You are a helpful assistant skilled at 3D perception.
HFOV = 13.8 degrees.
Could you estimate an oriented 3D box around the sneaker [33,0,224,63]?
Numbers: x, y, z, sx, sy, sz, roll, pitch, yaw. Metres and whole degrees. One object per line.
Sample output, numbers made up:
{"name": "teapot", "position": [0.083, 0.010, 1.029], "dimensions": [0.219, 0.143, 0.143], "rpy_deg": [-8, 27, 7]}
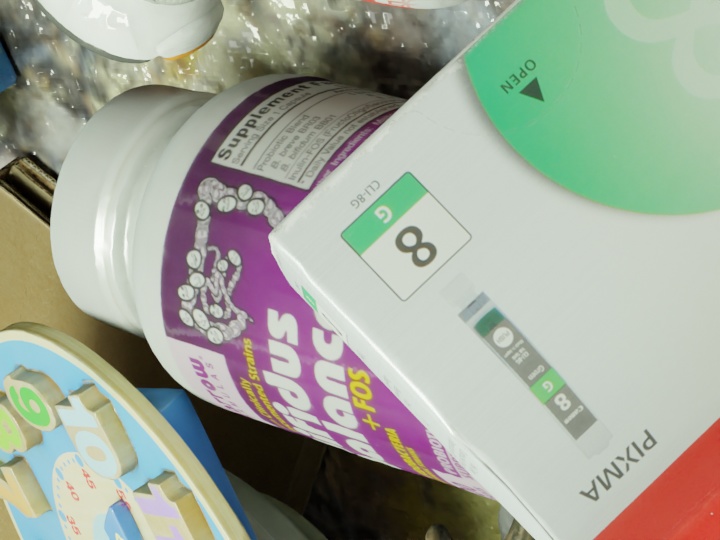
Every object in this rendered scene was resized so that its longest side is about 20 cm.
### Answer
{"name": "sneaker", "position": [-0.114, -0.160, 0.971], "dimensions": [0.200, 0.076, 0.092], "rpy_deg": [35, 131, 11]}

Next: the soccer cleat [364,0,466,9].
{"name": "soccer cleat", "position": [-0.029, -0.148, 0.848], "dimensions": [0.200, 0.069, 0.085], "rpy_deg": [42, 154, -17]}

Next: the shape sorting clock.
{"name": "shape sorting clock", "position": [-0.074, 0.108, 1.008], "dimensions": [0.200, 0.039, 0.200], "rpy_deg": [38, 145, 32]}

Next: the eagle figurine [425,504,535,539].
{"name": "eagle figurine", "position": [0.087, 0.164, 0.977], "dimensions": [0.200, 0.151, 0.152], "rpy_deg": [38, -166, -28]}

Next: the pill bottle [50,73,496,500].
{"name": "pill bottle", "position": [0.000, 0.000, 0.930], "dimensions": [0.200, 0.112, 0.113], "rpy_deg": [16, 128, 38]}

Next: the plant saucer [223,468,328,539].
{"name": "plant saucer", "position": [-0.036, 0.136, 1.069], "dimensions": [0.200, 0.050, 0.200], "rpy_deg": [39, 147, 32]}

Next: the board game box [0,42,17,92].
{"name": "board game box", "position": [-0.224, -0.144, 1.112], "dimensions": [0.151, 0.037, 0.200], "rpy_deg": [-6, 114, 48]}

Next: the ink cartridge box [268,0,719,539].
{"name": "ink cartridge box", "position": [0.099, 0.010, 0.803], "dimensions": [0.200, 0.161, 0.050], "rpy_deg": [46, 175, 12]}

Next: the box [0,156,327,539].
{"name": "box", "position": [-0.094, 0.074, 1.151], "dimensions": [0.163, 0.021, 0.200], "rpy_deg": [37, 138, 19]}
